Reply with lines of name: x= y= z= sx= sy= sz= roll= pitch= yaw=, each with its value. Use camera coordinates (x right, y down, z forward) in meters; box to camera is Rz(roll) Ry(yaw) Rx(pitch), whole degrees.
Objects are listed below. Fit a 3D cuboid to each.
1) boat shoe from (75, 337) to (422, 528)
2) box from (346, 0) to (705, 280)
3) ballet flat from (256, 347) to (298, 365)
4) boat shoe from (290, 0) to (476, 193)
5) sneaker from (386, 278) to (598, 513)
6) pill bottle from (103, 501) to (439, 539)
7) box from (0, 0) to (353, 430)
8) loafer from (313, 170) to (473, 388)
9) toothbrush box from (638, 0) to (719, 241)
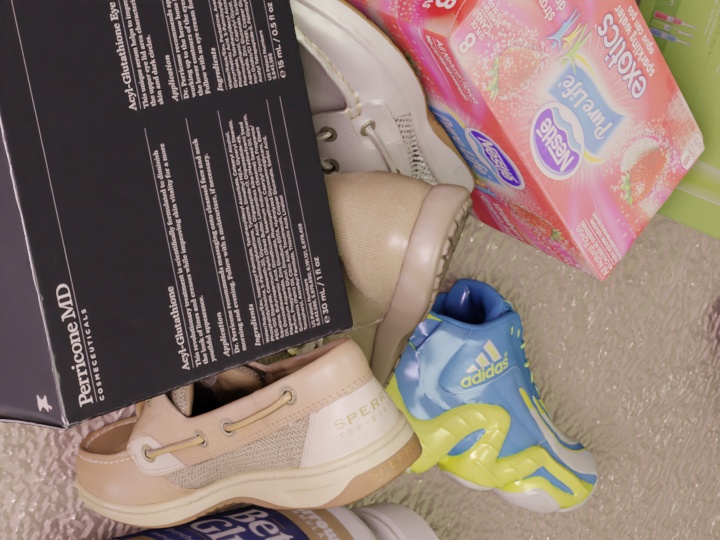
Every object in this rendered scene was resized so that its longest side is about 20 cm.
boat shoe: x=-0.059 y=0.063 z=0.793 sx=0.072 sy=0.199 sz=0.065 roll=-36 pitch=107 yaw=-39
box: x=0.074 y=-0.097 z=0.894 sx=0.095 sy=0.102 sz=0.200 roll=-52 pitch=140 yaw=-11
ballet flat: x=-0.082 y=-0.005 z=0.812 sx=0.046 sy=0.067 sz=0.200 roll=-50 pitch=133 yaw=0
boat shoe: x=-0.011 y=-0.064 z=0.846 sx=0.069 sy=0.071 sz=0.200 roll=-54 pitch=141 yaw=-10
sneaker: x=0.077 y=0.067 z=1.008 sx=0.199 sy=0.076 sz=0.106 roll=17 pitch=98 yaw=-49
pill bottle: x=-0.051 y=0.169 z=0.903 sx=0.199 sy=0.111 sz=0.112 roll=-8 pitch=117 yaw=-45
box: x=-0.095 y=-0.057 z=0.707 sx=0.141 sy=0.079 sz=0.201 roll=-18 pitch=100 yaw=-42
loafer: x=0.000 y=0.000 z=0.835 sx=0.076 sy=0.068 sz=0.200 roll=-64 pitch=179 yaw=-22
toothbrush box: x=0.236 y=-0.080 z=0.997 sx=0.086 sy=0.199 sz=0.147 roll=4 pitch=107 yaw=-47
